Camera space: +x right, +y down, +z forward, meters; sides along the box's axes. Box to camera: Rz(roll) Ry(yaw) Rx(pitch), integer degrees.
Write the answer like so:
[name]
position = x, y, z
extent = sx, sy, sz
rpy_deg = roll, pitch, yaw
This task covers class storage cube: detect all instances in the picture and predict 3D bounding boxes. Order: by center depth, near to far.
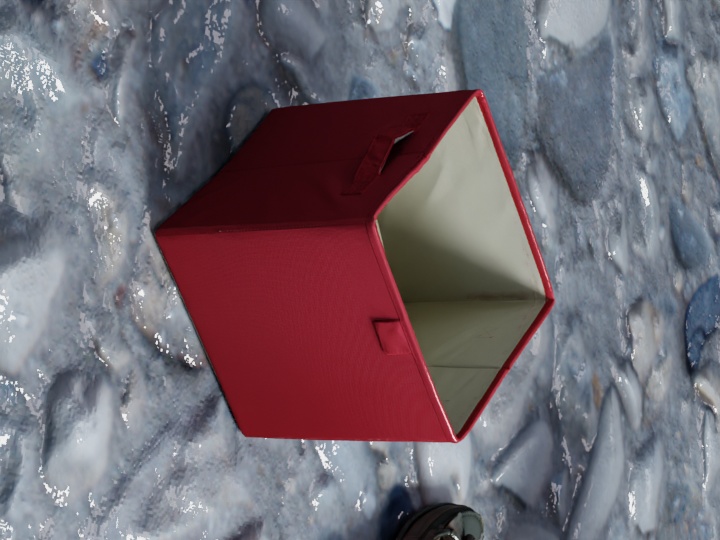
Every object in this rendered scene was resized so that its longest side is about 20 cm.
[storage cube]
position = 0.000, 0.000, 1.392
extent = 0.171, 0.179, 0.201
rpy_deg = -51, 129, -44

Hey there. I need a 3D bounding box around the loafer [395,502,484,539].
[loafer]
position = 0.050, 0.233, 1.554
extent = 0.200, 0.063, 0.072
rpy_deg = -28, 111, -53
